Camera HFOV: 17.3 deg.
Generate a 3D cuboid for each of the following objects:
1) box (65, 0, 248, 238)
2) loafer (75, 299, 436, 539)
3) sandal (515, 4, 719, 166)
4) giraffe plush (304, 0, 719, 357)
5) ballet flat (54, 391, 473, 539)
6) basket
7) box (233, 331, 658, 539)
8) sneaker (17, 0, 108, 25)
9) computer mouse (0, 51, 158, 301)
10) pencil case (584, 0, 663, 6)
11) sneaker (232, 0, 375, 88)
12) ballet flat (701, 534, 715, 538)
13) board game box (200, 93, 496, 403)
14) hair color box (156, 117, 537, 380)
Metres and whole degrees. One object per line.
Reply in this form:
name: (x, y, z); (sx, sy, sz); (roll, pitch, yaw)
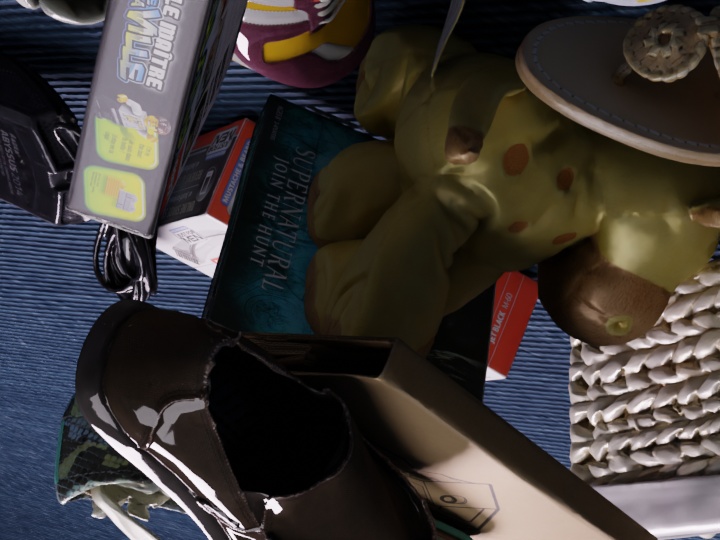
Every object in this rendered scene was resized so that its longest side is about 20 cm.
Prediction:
box: (-0.055, -0.118, 0.820); (0.035, 0.110, 0.200); (19, 135, 0)
loafer: (-0.029, 0.082, 0.939); (0.071, 0.073, 0.200); (3, 153, 44)
sandal: (0.171, -0.077, 0.910); (0.212, 0.078, 0.070); (18, 132, -10)
giraffe plush: (0.083, -0.032, 1.029); (0.162, 0.173, 0.200); (17, 131, -17)
ballet flat: (-0.046, 0.115, 1.050); (0.200, 0.074, 0.074); (24, 163, -9)
basket: (0.191, 0.059, 1.095); (0.136, 0.123, 0.200); (-2, 171, -23)
box: (0.012, 0.080, 1.035); (0.163, 0.021, 0.200); (0, 151, 43)
sneaker: (-0.128, -0.137, 0.966); (0.074, 0.089, 0.200); (-19, 178, -3)
computer mouse: (-0.184, -0.072, 1.309); (0.200, 0.053, 0.139); (27, 144, 24)
pencil case: (0.080, -0.156, 0.704); (0.083, 0.091, 0.200); (18, 163, 13)
sneaker: (-0.023, -0.128, 0.946); (0.090, 0.075, 0.200); (19, 164, 30)
ballet flat: (0.236, 0.139, 1.449); (0.200, 0.064, 0.076); (16, 161, 18)
board game box: (0.000, 0.000, 1.132); (0.135, 0.200, 0.028); (22, 125, -8)
hair color box: (-0.013, -0.006, 1.323); (0.200, 0.064, 0.111); (28, 163, -21)
